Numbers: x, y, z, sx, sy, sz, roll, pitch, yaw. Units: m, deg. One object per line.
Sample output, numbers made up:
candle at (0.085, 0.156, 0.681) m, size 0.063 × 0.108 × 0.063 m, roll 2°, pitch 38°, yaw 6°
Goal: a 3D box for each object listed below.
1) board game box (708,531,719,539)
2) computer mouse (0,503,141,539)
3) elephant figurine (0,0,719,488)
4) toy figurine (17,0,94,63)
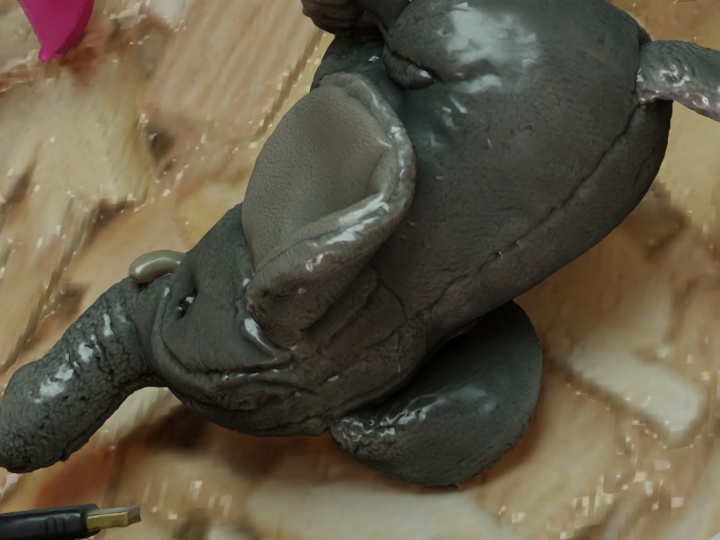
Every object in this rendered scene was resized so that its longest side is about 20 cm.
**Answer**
board game box at (0.125, 0.117, 0.767) m, size 0.199 × 0.035 × 0.126 m, roll -33°, pitch 42°, yaw -13°
computer mouse at (-0.068, 0.121, 0.848) m, size 0.199 × 0.046 × 0.141 m, roll -10°, pitch 36°, yaw 21°
elephant figurine at (0.000, 0.000, 0.905) m, size 0.141 × 0.155 × 0.201 m, roll 35°, pitch 69°, yaw -3°
toy figurine at (-0.191, -0.113, 1.111) m, size 0.183 × 0.150 × 0.201 m, roll 18°, pitch 75°, yaw 26°
